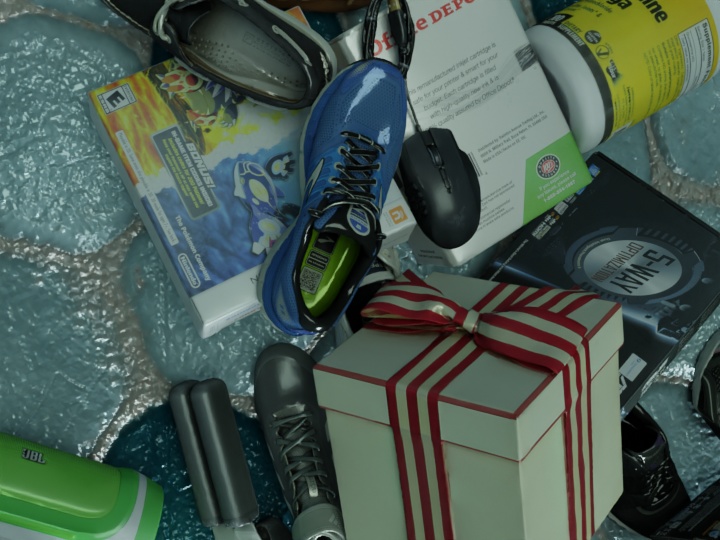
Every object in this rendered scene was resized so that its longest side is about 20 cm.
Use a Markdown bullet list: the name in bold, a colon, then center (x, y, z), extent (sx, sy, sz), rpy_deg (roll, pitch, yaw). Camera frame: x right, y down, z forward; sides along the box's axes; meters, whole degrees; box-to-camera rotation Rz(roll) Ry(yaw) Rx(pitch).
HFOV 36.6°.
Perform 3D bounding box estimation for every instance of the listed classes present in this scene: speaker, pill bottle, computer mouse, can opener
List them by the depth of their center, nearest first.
- **speaker**: center (-0.248, 0.163, 0.787), extent (0.199, 0.088, 0.089), rpy_deg (21, 85, -18)
- **computer mouse**: center (0.047, -0.113, 0.814), extent (0.058, 0.034, 0.202), rpy_deg (-21, 99, -12)
- **can opener**: center (-0.099, 0.180, 0.863), extent (0.066, 0.052, 0.202), rpy_deg (-28, 104, -50)
- **pill bottle**: center (0.234, -0.190, 0.920), extent (0.199, 0.112, 0.113), rpy_deg (-30, 101, -15)

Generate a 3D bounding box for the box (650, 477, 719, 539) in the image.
- **box**: center (0.377, 0.202, 0.908), extent (0.199, 0.192, 0.048), rpy_deg (-23, 101, -38)

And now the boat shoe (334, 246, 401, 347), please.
- **boat shoe**: center (0.000, 0.000, 0.873), extent (0.071, 0.066, 0.202), rpy_deg (-8, 94, -17)

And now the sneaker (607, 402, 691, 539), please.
- **sneaker**: center (0.236, 0.167, 0.945), extent (0.076, 0.087, 0.200), rpy_deg (-42, 104, -13)

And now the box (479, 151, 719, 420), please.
- **box**: center (0.196, 0.021, 0.906), extent (0.160, 0.044, 0.200), rpy_deg (39, 78, 23)

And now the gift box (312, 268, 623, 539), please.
- **gift box**: center (0.085, 0.098, 0.793), extent (0.200, 0.183, 0.188), rpy_deg (-41, 130, -49)

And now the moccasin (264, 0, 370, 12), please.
- **moccasin**: center (-0.041, -0.244, 0.845), extent (0.199, 0.078, 0.074), rpy_deg (-1, 90, -18)

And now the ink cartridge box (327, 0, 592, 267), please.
- **ink cartridge box**: center (0.075, -0.125, 0.884), extent (0.145, 0.084, 0.201), rpy_deg (-31, 102, -15)

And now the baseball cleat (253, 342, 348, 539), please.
- **baseball cleat**: center (-0.034, 0.156, 0.845), extent (0.069, 0.106, 0.202), rpy_deg (-20, 96, 3)

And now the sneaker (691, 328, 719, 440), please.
- **sneaker**: center (0.381, 0.067, 0.990), extent (0.080, 0.086, 0.201), rpy_deg (36, 82, -14)

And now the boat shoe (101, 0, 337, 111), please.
- **boat shoe**: center (-0.112, -0.175, 0.782), extent (0.199, 0.060, 0.074), rpy_deg (32, 115, -3)

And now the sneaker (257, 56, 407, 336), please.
- **sneaker**: center (-0.006, -0.046, 0.746), extent (0.078, 0.089, 0.202), rpy_deg (16, 91, -23)

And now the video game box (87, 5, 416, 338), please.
- **video game box**: center (-0.082, -0.078, 0.825), extent (0.181, 0.047, 0.201), rpy_deg (-26, 80, -18)
